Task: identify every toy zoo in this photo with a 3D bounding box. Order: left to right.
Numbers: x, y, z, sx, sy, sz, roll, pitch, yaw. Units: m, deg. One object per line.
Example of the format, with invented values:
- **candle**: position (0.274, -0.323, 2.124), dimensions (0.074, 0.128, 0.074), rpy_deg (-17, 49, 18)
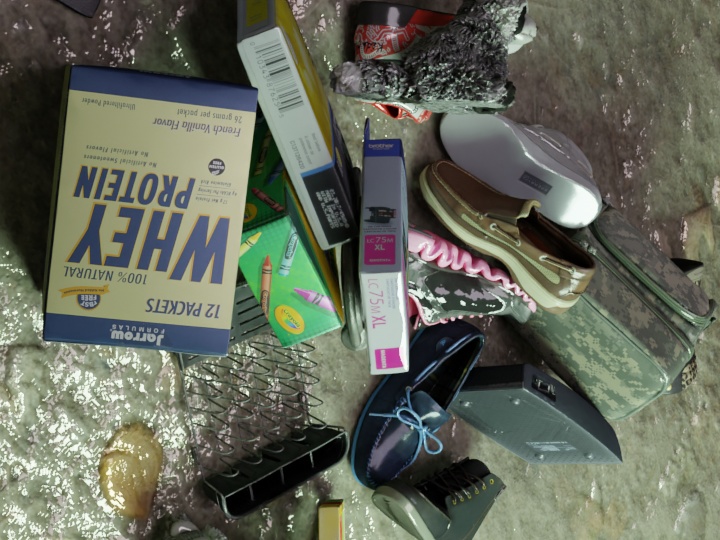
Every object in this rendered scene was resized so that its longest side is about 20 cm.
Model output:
- **toy zoo**: position (-0.025, 0.283, 1.356), dimensions (0.020, 0.200, 0.132), rpy_deg (-2, 83, 0)

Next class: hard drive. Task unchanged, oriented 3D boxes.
- **hard drive**: position (0.183, 0.155, 1.559), dimensions (0.200, 0.135, 0.042), rpy_deg (36, 58, -40)

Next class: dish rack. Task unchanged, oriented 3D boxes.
- **dish rack**: position (-0.095, 0.110, 1.342), dimensions (0.153, 0.054, 0.201), rpy_deg (-25, 116, -37)

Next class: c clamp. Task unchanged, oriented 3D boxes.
- **c clamp**: position (0.000, 0.000, 1.318), dimensions (0.200, 0.027, 0.171), rpy_deg (-82, 172, -62)

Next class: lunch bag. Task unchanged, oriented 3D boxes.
- **lunch bag**: position (0.275, 0.031, 1.571), dimensions (0.200, 0.139, 0.168), rpy_deg (43, 54, 3)

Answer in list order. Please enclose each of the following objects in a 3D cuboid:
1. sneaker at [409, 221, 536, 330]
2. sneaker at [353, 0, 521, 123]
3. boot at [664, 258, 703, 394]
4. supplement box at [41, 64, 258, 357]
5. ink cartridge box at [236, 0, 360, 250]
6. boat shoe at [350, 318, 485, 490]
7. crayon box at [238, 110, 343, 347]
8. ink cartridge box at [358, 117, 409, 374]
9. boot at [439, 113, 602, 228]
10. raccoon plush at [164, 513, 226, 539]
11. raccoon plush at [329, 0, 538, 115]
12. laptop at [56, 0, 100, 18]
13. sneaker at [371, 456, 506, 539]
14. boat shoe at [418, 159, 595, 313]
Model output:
- **sneaker**: position (0.088, 0.022, 1.474), dimensions (0.200, 0.079, 0.096), rpy_deg (25, 93, -28)
- **sneaker**: position (0.074, -0.198, 1.418), dimensions (0.201, 0.067, 0.108), rpy_deg (0, 100, -39)
- **boot**: position (0.340, 0.077, 1.726), dimensions (0.200, 0.073, 0.151), rpy_deg (-21, 114, -43)
- **supplement box**: position (-0.168, -0.052, 1.111), dimensions (0.134, 0.200, 0.201), rpy_deg (5, 97, -13)
- **ink cartridge box**: position (-0.053, -0.149, 1.233), dimensions (0.047, 0.200, 0.198), rpy_deg (-19, 120, 9)
- **boat shoe**: position (0.058, 0.132, 1.477), dimensions (0.084, 0.069, 0.200), rpy_deg (36, 75, -41)
- **crayon box**: position (-0.068, -0.042, 1.243), dimensions (0.058, 0.200, 0.119), rpy_deg (-21, 122, 8)
- **ink cartridge box**: position (0.021, -0.025, 1.240), dimensions (0.200, 0.042, 0.120), rpy_deg (-92, 177, -46)
- **boot**: position (0.165, -0.124, 1.523), dimensions (0.200, 0.096, 0.074), rpy_deg (34, 118, -18)
- **raccoon plush**: position (-0.124, 0.300, 1.353), dimensions (0.097, 0.134, 0.200), rpy_deg (-61, 167, -22)
- **raccoon plush**: position (0.075, -0.218, 1.321), dimensions (0.200, 0.097, 0.134), rpy_deg (5, 88, -37)
- **laptop**: position (-0.211, -0.318, 1.101), dimensions (0.177, 0.103, 0.200), rpy_deg (28, 81, -42)
- **sneaker**: position (0.082, 0.227, 1.493), dimensions (0.106, 0.075, 0.200), rpy_deg (-53, 152, -8)
- **boat shoe**: position (0.152, -0.050, 1.448), dimensions (0.202, 0.075, 0.075), rpy_deg (40, 41, 2)
